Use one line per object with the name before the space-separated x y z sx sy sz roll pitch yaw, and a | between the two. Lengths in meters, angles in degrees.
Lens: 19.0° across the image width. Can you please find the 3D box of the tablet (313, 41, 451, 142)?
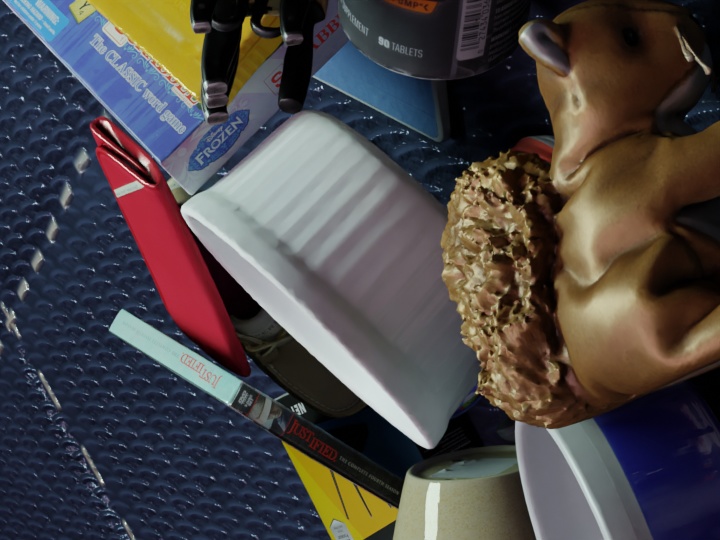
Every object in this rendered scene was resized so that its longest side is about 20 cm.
tablet | -0.012 -0.167 1.349 0.200 0.014 0.131 31 140 47

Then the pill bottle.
pill bottle | 0.045 -0.204 1.100 0.106 0.106 0.200 46 149 31

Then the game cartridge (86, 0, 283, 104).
game cartridge | -0.072 -0.212 1.230 0.176 0.200 0.032 41 -179 37

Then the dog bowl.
dog bowl | 0.152 0.151 1.126 0.200 0.078 0.201 161 90 -83

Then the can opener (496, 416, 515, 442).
can opener | 0.111 0.074 1.272 0.200 0.078 0.064 126 156 -71

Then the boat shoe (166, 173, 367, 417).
boat shoe | -0.066 0.024 1.405 0.200 0.074 0.069 48 -168 -8

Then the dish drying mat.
dish drying mat | -0.118 -0.010 1.333 0.077 0.018 0.200 38 159 34

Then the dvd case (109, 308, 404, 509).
dvd case | -0.059 0.096 1.427 0.200 0.022 0.146 34 175 -42

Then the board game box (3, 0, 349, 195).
board game box | -0.090 -0.175 1.276 0.200 0.200 0.041 44 178 37

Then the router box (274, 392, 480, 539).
router box | 0.017 0.134 1.534 0.150 0.051 0.200 62 153 2

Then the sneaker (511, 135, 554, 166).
sneaker | 0.125 -0.003 1.166 0.200 0.082 0.077 34 142 47

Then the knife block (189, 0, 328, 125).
knife block | -0.045 -0.168 1.107 0.200 0.064 0.176 -77 -5 -77

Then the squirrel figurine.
squirrel figurine | 0.115 -0.031 1.047 0.199 0.141 0.187 -26 82 25

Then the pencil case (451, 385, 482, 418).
pencil case | 0.016 0.004 1.381 0.200 0.078 0.087 50 176 25

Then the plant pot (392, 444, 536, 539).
plant pot | 0.089 0.219 1.368 0.187 0.187 0.201 5 105 61

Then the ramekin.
ramekin | 0.000 0.000 1.237 0.200 0.098 0.200 42 173 6
